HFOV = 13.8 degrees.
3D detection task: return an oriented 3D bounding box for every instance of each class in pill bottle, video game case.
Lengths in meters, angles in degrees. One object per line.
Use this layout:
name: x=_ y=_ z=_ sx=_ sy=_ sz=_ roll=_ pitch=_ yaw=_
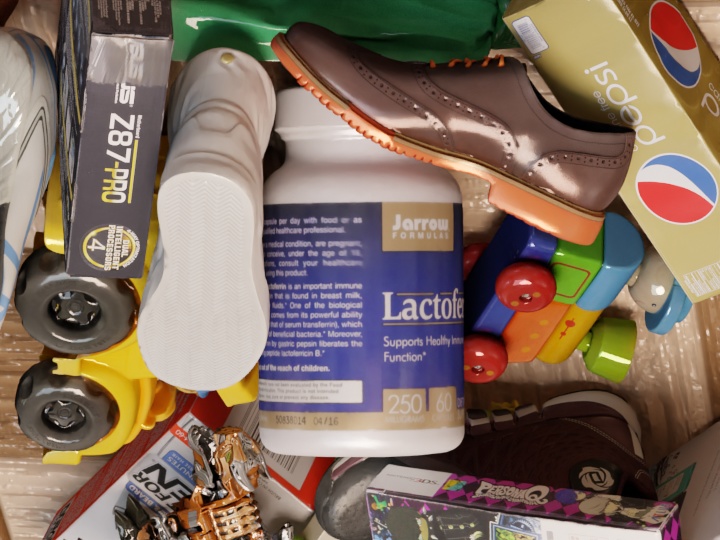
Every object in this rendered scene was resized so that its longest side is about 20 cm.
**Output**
pill bottle: x=0.000 y=0.000 z=1.643 sx=0.115 sy=0.116 sz=0.201 roll=-1 pitch=90 yaw=22
video game case: x=0.100 y=0.212 z=1.675 sx=0.181 sy=0.036 sz=0.201 roll=5 pitch=119 yaw=27

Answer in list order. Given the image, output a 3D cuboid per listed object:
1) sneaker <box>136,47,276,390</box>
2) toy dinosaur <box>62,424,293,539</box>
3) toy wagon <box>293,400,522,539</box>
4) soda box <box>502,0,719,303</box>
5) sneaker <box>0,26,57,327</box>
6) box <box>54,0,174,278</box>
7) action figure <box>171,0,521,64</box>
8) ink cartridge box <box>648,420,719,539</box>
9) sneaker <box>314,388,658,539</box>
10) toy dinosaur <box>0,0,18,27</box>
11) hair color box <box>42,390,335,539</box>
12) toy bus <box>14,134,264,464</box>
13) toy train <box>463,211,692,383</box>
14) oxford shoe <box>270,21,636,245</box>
sneaker: x=-0.077 y=-0.030 z=1.610 sx=0.073 sy=0.116 sz=0.200 roll=9 pitch=142 yaw=-2
toy dinosaur: x=-0.102 y=0.191 z=1.774 sx=0.135 sy=0.102 sz=0.201 roll=7 pitch=86 yaw=23
toy wagon: x=0.043 y=0.156 z=1.807 sx=0.155 sy=0.040 sz=0.200 roll=25 pitch=109 yaw=-26
soda box: x=0.161 y=-0.084 z=1.594 sx=0.064 sy=0.068 sz=0.200 roll=-22 pitch=114 yaw=32
sneaker: x=-0.206 y=-0.035 z=1.653 sx=0.072 sy=0.072 sz=0.201 roll=15 pitch=94 yaw=25
box: x=-0.135 y=-0.119 z=1.601 sx=0.049 sy=0.200 sz=0.162 roll=2 pitch=129 yaw=-9
action figure: x=0.002 y=-0.144 z=1.606 sx=0.199 sy=0.119 sz=0.055 roll=8 pitch=155 yaw=4
ink cartridge box: x=0.219 y=0.191 z=1.723 sx=0.147 sy=0.146 sz=0.200 roll=42 pitch=130 yaw=-11
sneaker: x=0.078 y=0.135 z=1.710 sx=0.199 sy=0.116 sz=0.076 roll=-16 pitch=127 yaw=-6
toy dinosaur: x=-0.226 y=-0.129 z=1.686 sx=0.199 sy=0.105 sz=0.182 roll=3 pitch=155 yaw=22
hair color box: x=-0.111 y=0.156 z=1.883 sx=0.111 sy=0.064 sz=0.200 roll=38 pitch=130 yaw=-10
toy bus: x=-0.103 y=0.018 z=1.750 sx=0.191 sy=0.136 sz=0.201 roll=6 pitch=131 yaw=-2
toy train: x=0.106 y=0.037 z=1.710 sx=0.115 sy=0.085 sz=0.200 roll=16 pitch=139 yaw=-13
oxford shoe: x=0.049 y=-0.090 z=1.555 sx=0.199 sy=0.071 sz=0.073 roll=27 pitch=104 yaw=-9
